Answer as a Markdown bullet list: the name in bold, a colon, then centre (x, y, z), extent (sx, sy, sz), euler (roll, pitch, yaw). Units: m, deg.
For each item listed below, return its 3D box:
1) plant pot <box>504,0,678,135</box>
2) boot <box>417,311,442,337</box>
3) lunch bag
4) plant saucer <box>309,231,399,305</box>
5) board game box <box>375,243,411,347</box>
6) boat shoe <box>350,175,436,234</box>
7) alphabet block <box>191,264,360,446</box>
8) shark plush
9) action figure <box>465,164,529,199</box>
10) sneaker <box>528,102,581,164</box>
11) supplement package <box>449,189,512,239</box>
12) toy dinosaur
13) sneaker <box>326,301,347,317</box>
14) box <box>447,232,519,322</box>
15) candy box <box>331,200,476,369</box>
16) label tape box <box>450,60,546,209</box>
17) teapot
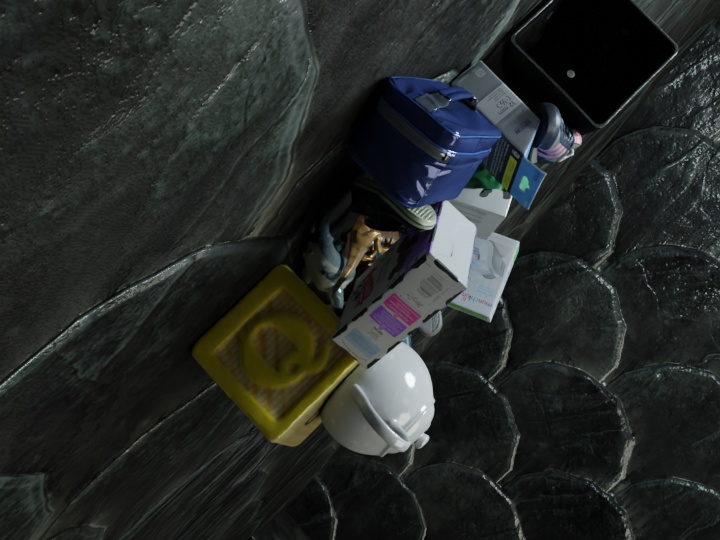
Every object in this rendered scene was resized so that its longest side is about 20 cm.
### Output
- **plant pot**: centre (0.359, -0.338, 1.197), extent (0.199, 0.200, 0.177), euler (-44, 176, -10)
- **boot**: centre (0.087, 0.067, 1.501), extent (0.073, 0.200, 0.151), euler (-31, 167, -22)
- **lunch bag**: centre (0.097, -0.180, 0.957), extent (0.200, 0.136, 0.133), euler (-22, 152, -56)
- **plant saucer**: centre (0.000, 0.000, 1.280), extent (0.200, 0.034, 0.201), euler (-32, 149, -21)
- **board game box**: centre (0.058, 0.079, 1.239), extent (0.152, 0.047, 0.201), euler (-87, 171, -45)
- **boat shoe**: centre (0.041, -0.082, 0.996), extent (0.074, 0.200, 0.063), euler (13, 102, -30)
- **alphabet block**: centre (-0.112, 0.140, 1.122), extent (0.196, 0.195, 0.200), euler (-46, 165, -9)
- **shark plush**: centre (-0.053, -0.031, 1.123), extent (0.083, 0.091, 0.201), euler (-41, 139, -20)
- **action figure**: centre (0.234, -0.222, 1.225), extent (0.055, 0.117, 0.201), euler (110, -14, -71)
- **sneaker**: centre (0.309, -0.217, 1.124), extent (0.200, 0.081, 0.071), euler (22, 67, -81)
- **supplement package**: centre (0.219, -0.144, 1.343), extent (0.200, 0.109, 0.114), euler (85, 24, -82)
- **toy dinosaur**: centre (0.000, -0.043, 1.131), extent (0.106, 0.060, 0.201), euler (30, 73, -48)
- **sneaker**: centre (-0.060, 0.096, 1.280), extent (0.199, 0.076, 0.081), euler (-9, -179, 10)
- **box**: centre (0.221, -0.007, 1.559), extent (0.177, 0.199, 0.097), euler (-66, 165, -6)
- **candy box**: centre (0.063, 0.017, 0.998), extent (0.200, 0.071, 0.168), euler (-43, -167, 30)
- **label tape box**: centre (0.223, -0.207, 1.114), extent (0.066, 0.200, 0.143), euler (-40, 165, -8)
- **teapot**: centre (0.045, 0.214, 1.098), extent (0.200, 0.146, 0.198), euler (-34, 161, -39)
